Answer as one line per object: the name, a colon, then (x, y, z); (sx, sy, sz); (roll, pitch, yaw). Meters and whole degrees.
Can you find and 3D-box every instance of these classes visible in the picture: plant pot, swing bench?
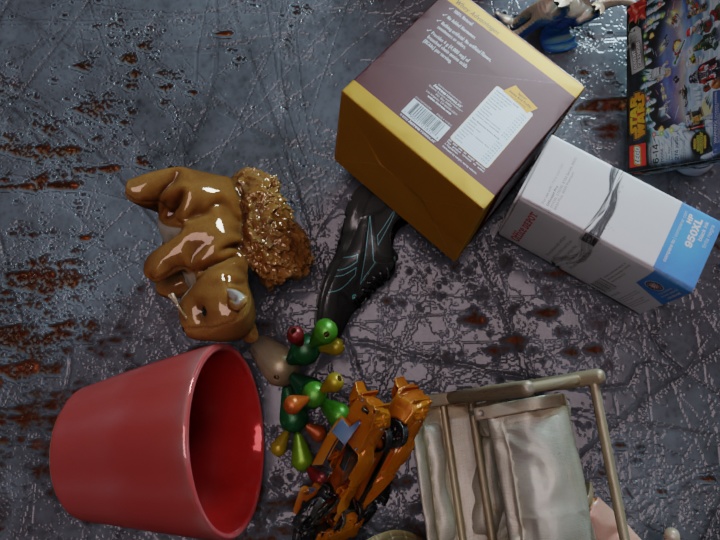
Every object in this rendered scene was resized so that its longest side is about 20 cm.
plant pot: (-0.218, 0.190, 0.696); (0.172, 0.200, 0.207); (-8, 78, 11)
swing bench: (0.157, 0.221, 0.668); (0.127, 0.199, 0.205); (0, 76, -33)

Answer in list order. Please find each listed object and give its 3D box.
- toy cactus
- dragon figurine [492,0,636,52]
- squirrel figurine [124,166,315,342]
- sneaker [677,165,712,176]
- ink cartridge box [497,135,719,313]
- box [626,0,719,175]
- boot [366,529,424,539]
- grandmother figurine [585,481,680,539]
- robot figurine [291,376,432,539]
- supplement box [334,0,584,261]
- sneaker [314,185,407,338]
toy cactus: (-0.076, 0.135, 0.727); (0.101, 0.205, 0.164); (-24, 41, -35)
dragon figurine: (0.257, -0.319, 0.813); (0.194, 0.099, 0.061); (-6, 76, -17)
squirrel figurine: (-0.146, -0.017, 0.733); (0.195, 0.143, 0.189); (-20, 57, -17)
sneaker: (0.396, -0.220, 0.778); (0.071, 0.071, 0.206); (-6, 79, 3)
ink cartridge box: (0.266, -0.046, 0.717); (0.197, 0.145, 0.086); (30, 81, 9)
box: (0.366, -0.220, 0.728); (0.039, 0.136, 0.207); (-1, 90, -23)
boot: (-0.023, 0.342, 0.696); (0.155, 0.197, 0.074); (-37, 57, 36)
grandmother figurine: (0.302, 0.326, 0.693); (0.200, 0.060, 0.122); (46, 113, 8)
robot figurine: (-0.005, 0.212, 0.686); (0.058, 0.143, 0.203); (41, 112, 36)
supplement box: (0.106, -0.168, 0.737); (0.196, 0.133, 0.200); (40, 70, 10)
sneaker: (0.000, 0.000, 0.765); (0.077, 0.075, 0.205); (18, 81, 5)
